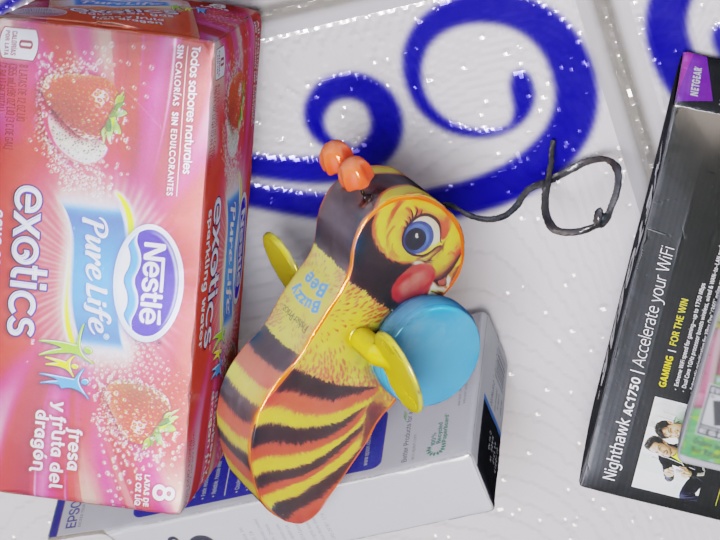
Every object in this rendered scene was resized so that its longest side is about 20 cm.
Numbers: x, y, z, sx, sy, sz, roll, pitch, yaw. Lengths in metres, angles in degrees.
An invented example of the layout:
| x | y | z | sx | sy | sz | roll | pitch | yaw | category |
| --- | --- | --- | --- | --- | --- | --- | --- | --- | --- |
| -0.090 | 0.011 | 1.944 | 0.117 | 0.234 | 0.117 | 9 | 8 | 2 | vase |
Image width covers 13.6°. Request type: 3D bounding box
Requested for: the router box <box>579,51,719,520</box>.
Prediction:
| x | y | z | sx | sy | sz | roll | pitch | yaw | category |
| --- | --- | --- | --- | --- | --- | --- | --- | --- | --- |
| 0.186 | 0.018 | 1.292 | 0.148 | 0.051 | 0.201 | 13 | 122 | 3 | router box |

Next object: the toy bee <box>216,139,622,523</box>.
| x | y | z | sx | sy | sz | roll | pitch | yaw | category |
| --- | --- | --- | --- | --- | --- | --- | --- | --- | --- |
| 0.000 | 0.000 | 1.255 | 0.130 | 0.201 | 0.109 | 8 | 151 | 48 | toy bee |

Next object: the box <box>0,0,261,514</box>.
| x | y | z | sx | sy | sz | roll | pitch | yaw | category |
| --- | --- | --- | --- | --- | --- | --- | --- | --- | --- |
| -0.101 | -0.011 | 1.257 | 0.095 | 0.100 | 0.202 | 7 | 103 | 8 | box |

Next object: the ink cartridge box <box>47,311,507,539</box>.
| x | y | z | sx | sy | sz | roll | pitch | yaw | category |
| --- | --- | --- | --- | --- | --- | --- | --- | --- | --- |
| -0.035 | 0.081 | 1.336 | 0.199 | 0.100 | 0.039 | -11 | 126 | 17 | ink cartridge box |

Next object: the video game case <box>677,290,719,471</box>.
| x | y | z | sx | sy | sz | roll | pitch | yaw | category |
| --- | --- | --- | --- | --- | --- | --- | --- | --- | --- |
| 0.247 | 0.023 | 1.240 | 0.199 | 0.022 | 0.183 | 13 | 120 | 1 | video game case |
